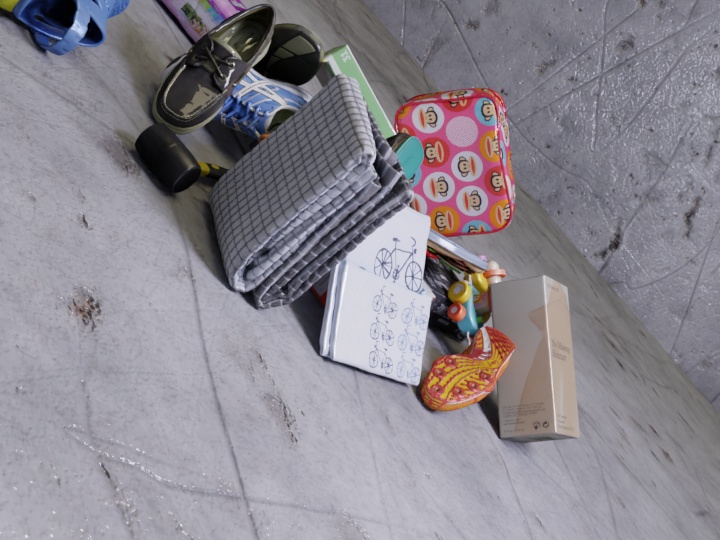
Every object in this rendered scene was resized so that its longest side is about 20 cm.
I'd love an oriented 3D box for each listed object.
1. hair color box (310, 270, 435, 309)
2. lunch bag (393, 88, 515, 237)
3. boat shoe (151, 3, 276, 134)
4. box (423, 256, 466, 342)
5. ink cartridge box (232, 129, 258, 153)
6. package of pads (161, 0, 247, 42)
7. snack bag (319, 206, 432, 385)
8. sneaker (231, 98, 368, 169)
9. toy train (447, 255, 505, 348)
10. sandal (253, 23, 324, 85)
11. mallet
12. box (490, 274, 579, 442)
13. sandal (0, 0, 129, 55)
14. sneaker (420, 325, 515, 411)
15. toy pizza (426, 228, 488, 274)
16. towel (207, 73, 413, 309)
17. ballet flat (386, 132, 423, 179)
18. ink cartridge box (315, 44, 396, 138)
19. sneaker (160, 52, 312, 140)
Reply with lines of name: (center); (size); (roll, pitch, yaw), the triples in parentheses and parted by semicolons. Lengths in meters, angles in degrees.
hair color box: (0.000, 0.000, 1.330); (0.111, 0.064, 0.200); (53, 15, 21)
lunch bag: (0.120, -0.145, 1.585); (0.082, 0.175, 0.201); (-53, 137, -69)
boat shoe: (-0.158, -0.231, 1.265); (0.072, 0.066, 0.201); (37, 54, -1)
box: (0.075, -0.008, 1.579); (0.158, 0.050, 0.200); (27, 26, -53)
ink cartridge box: (-0.081, -0.145, 1.482); (0.200, 0.050, 0.163); (24, 29, -51)
package of pads: (-0.194, -0.343, 1.600); (0.200, 0.076, 0.120); (50, 13, 5)
snack bag: (0.026, 0.012, 1.225); (0.188, 0.021, 0.201); (25, 69, -55)
sneaker: (-0.062, -0.138, 1.259); (0.074, 0.200, 0.080); (1, -48, 51)
toy train: (0.184, 0.057, 1.545); (0.151, 0.055, 0.200); (67, 28, -8)
sandal: (-0.090, -0.264, 1.411); (0.080, 0.057, 0.201); (44, -17, -9)
mallet: (-0.172, -0.114, 1.191); (0.066, 0.041, 0.200); (48, 10, 5)
box: (0.222, 0.115, 1.466); (0.095, 0.077, 0.201); (19, 65, -58)
sandal: (-0.287, -0.260, 1.155); (0.087, 0.079, 0.200); (52, 23, -2)
sneaker: (0.127, 0.132, 1.358); (0.073, 0.077, 0.200); (35, 27, 19)
toy pizza: (0.072, -0.044, 1.456); (0.200, 0.032, 0.200); (30, 4, -3)
towel: (-0.051, -0.076, 1.116); (0.086, 0.200, 0.166); (39, 19, -33)
ballet flat: (0.001, -0.084, 1.267); (0.200, 0.068, 0.068); (-48, 126, -43)
ink cartridge box: (-0.001, -0.207, 1.426); (0.146, 0.048, 0.200); (60, -4, -12)
sneaker: (-0.133, -0.199, 1.333); (0.199, 0.076, 0.077); (12, 29, -24)
